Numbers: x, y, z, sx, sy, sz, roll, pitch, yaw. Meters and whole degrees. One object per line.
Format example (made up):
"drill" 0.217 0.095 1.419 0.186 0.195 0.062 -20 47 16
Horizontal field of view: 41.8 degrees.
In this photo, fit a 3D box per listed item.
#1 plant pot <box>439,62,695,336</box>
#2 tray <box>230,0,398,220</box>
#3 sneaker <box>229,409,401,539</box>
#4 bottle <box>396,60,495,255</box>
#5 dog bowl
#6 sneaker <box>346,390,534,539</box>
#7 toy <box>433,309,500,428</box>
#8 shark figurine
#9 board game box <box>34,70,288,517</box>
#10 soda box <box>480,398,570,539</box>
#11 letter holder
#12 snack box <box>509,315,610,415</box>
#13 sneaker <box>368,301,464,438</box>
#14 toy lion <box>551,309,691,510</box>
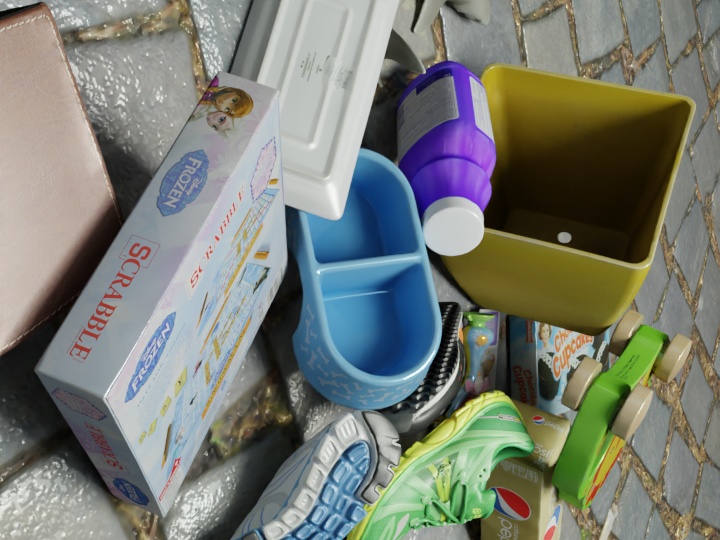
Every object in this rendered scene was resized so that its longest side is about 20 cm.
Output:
"plant pot" 0.189 -0.051 0.903 0.177 0.199 0.201 76 34 -54
"tray" -0.038 -0.144 0.691 0.107 0.022 0.201 18 72 -12
"sneaker" -0.051 0.187 0.690 0.075 0.087 0.200 45 74 -10
"bottle" 0.071 -0.094 0.779 0.065 0.083 0.201 35 33 -26
"dog bowl" 0.000 0.000 0.701 0.111 0.050 0.201 -7 76 -18
"sneaker" 0.069 0.183 0.792 0.200 0.084 0.074 -38 162 -17
"toy" 0.118 0.139 0.928 0.115 0.047 0.201 1 89 -51
"shark figurine" 0.072 -0.256 0.837 0.214 0.089 0.129 -43 122 -46
"board game box" -0.102 0.022 0.561 0.200 0.041 0.201 95 16 -59
"soda box" 0.158 0.219 0.919 0.068 0.064 0.201 -50 148 -38
"letter holder" -0.223 -0.022 0.436 0.200 0.100 0.143 -41 124 -45
"snack box" 0.234 0.100 1.090 0.200 0.037 0.117 -6 94 -53
"sneaker" 0.056 0.101 0.797 0.200 0.070 0.090 -61 144 -64
"toy lion" 0.226 0.146 0.871 0.200 0.068 0.193 -27 139 -54
